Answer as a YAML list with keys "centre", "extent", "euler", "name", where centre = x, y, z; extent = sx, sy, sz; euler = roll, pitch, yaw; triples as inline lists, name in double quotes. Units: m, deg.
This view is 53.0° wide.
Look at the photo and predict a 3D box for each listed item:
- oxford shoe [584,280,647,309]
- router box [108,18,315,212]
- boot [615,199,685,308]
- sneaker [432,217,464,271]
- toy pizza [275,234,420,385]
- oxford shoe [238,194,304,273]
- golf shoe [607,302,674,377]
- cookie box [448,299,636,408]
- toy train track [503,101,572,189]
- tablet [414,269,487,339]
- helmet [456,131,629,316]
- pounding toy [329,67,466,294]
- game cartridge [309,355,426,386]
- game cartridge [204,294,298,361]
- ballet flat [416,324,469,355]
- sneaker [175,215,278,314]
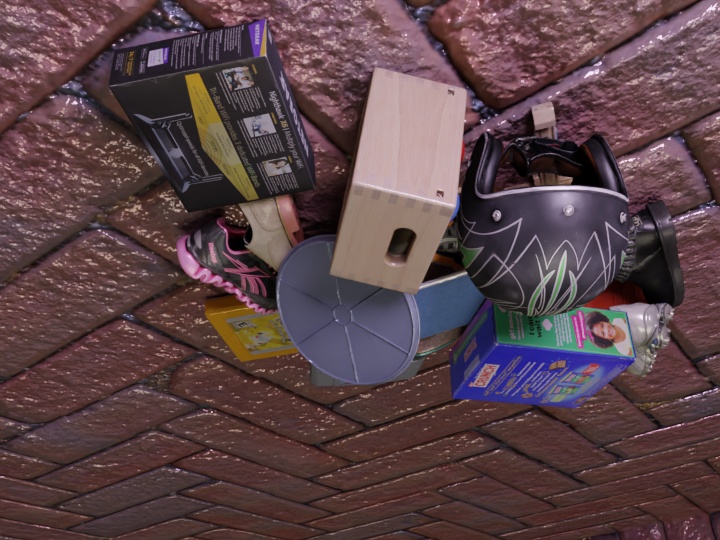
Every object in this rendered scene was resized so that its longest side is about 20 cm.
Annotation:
- centre: [0.375, 0.042, 1.113]
  extent: [0.196, 0.073, 0.072]
  euler: [-2, -178, -15]
  name: "oxford shoe"
- centre: [-0.143, -0.151, 0.750]
  extent: [0.154, 0.053, 0.201]
  euler: [-9, 147, 6]
  name: "router box"
- centre: [0.356, -0.002, 1.006]
  extent: [0.155, 0.080, 0.212]
  euler: [-21, 134, 13]
  name: "boot"
- centre: [0.121, -0.047, 0.935]
  extent: [0.198, 0.079, 0.078]
  euler: [23, 111, -27]
  name: "sneaker"
- centre: [-0.015, 0.048, 0.882]
  extent: [0.197, 0.032, 0.204]
  euler: [13, 120, 23]
  name: "toy pizza"
- centre: [-0.108, -0.038, 0.912]
  extent: [0.072, 0.072, 0.202]
  euler: [-10, 137, -2]
  name: "oxford shoe"
- centre: [0.396, 0.095, 1.069]
  extent: [0.095, 0.079, 0.201]
  euler: [10, 154, 16]
  name: "golf shoe"
- centre: [0.240, 0.116, 0.984]
  extent: [0.196, 0.076, 0.172]
  euler: [7, 146, -12]
  name: "cookie box"
- centre: [0.226, -0.117, 0.860]
  extent: [0.113, 0.033, 0.201]
  euler: [-12, 145, 12]
  name: "toy train track"
- centre: [0.099, 0.047, 0.939]
  extent: [0.196, 0.014, 0.131]
  euler: [-18, 145, 5]
  name: "tablet"
- centre: [0.192, -0.046, 0.771]
  extent: [0.196, 0.193, 0.202]
  euler: [0, 141, 0]
  name: "helmet"
- centre: [0.055, -0.085, 0.778]
  extent: [0.139, 0.187, 0.201]
  euler: [13, 146, -3]
  name: "pounding toy"
- centre: [0.010, 0.166, 1.254]
  extent: [0.196, 0.042, 0.134]
  euler: [-4, 153, -6]
  name: "game cartridge"
- centre: [-0.123, 0.084, 1.138]
  extent: [0.196, 0.033, 0.177]
  euler: [-8, 147, 8]
  name: "game cartridge"
- centre: [0.144, 0.050, 1.042]
  extent: [0.198, 0.068, 0.068]
  euler: [-27, 121, -18]
  name: "ballet flat"
- centre: [-0.144, -0.011, 0.962]
  extent: [0.095, 0.080, 0.199]
  euler: [-40, 138, 20]
  name: "sneaker"
